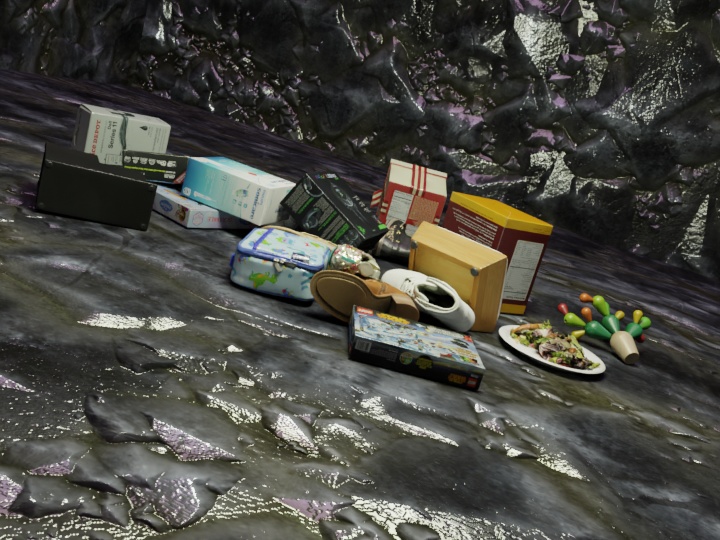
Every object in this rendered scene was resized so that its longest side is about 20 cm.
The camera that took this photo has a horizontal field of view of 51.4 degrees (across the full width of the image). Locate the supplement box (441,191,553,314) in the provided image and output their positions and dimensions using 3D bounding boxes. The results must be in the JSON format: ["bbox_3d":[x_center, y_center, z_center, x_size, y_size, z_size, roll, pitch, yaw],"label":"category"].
[{"bbox_3d":[0.271,-0.038,1.606,0.132,0.202,0.197,7,17,-32],"label":"supplement box"}]

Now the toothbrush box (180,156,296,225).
[{"bbox_3d":[-0.255,-0.172,1.596,0.199,0.086,0.146,23,15,16],"label":"toothbrush box"}]

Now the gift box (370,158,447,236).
[{"bbox_3d":[0.125,-0.176,2.025,0.183,0.201,0.187,19,29,-4],"label":"gift box"}]

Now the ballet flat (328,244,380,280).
[{"bbox_3d":[0.000,0.000,1.380,0.063,0.076,0.200,18,0,20],"label":"ballet flat"}]

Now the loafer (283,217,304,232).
[{"bbox_3d":[-0.080,-0.107,1.752,0.198,0.073,0.063,12,10,-4],"label":"loafer"}]

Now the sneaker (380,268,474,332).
[{"bbox_3d":[0.107,0.033,1.341,0.199,0.074,0.116,25,-11,30],"label":"sneaker"}]

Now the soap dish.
[{"bbox_3d":[0.175,0.015,1.417,0.199,0.159,0.081,27,34,37],"label":"soap dish"}]

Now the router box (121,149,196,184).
[{"bbox_3d":[-0.431,-0.231,1.693,0.148,0.063,0.200,8,6,5],"label":"router box"}]

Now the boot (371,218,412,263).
[{"bbox_3d":[0.120,-0.060,1.782,0.149,0.074,0.200,18,18,12],"label":"boot"}]

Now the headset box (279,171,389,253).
[{"bbox_3d":[-0.048,-0.109,1.610,0.200,0.093,0.174,48,20,8],"label":"headset box"}]

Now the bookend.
[{"bbox_3d":[-0.509,-0.164,1.434,0.197,0.093,0.200,11,14,-26],"label":"bookend"}]

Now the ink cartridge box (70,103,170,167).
[{"bbox_3d":[-0.568,-0.299,1.772,0.199,0.148,0.083,2,21,-41],"label":"ink cartridge box"}]

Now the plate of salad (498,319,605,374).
[{"bbox_3d":[0.350,0.133,1.359,0.198,0.048,0.200,16,14,-4],"label":"plate of salad"}]

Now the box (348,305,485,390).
[{"bbox_3d":[0.080,0.115,1.139,0.198,0.040,0.137,15,15,-5],"label":"box"}]

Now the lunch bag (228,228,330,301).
[{"bbox_3d":[-0.139,-0.015,1.313,0.159,0.083,0.200,14,13,2],"label":"lunch bag"}]

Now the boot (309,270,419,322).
[{"bbox_3d":[-0.006,0.040,1.272,0.199,0.074,0.155,23,7,-19],"label":"boot"}]

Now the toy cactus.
[{"bbox_3d":[0.508,0.127,1.519,0.198,0.103,0.166,14,33,-19],"label":"toy cactus"}]

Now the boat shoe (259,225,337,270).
[{"bbox_3d":[-0.108,-0.036,1.454,0.199,0.074,0.069,21,8,-10],"label":"boat shoe"}]

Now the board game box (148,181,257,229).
[{"bbox_3d":[-0.355,-0.141,1.623,0.199,0.041,0.199,27,17,35],"label":"board game box"}]
